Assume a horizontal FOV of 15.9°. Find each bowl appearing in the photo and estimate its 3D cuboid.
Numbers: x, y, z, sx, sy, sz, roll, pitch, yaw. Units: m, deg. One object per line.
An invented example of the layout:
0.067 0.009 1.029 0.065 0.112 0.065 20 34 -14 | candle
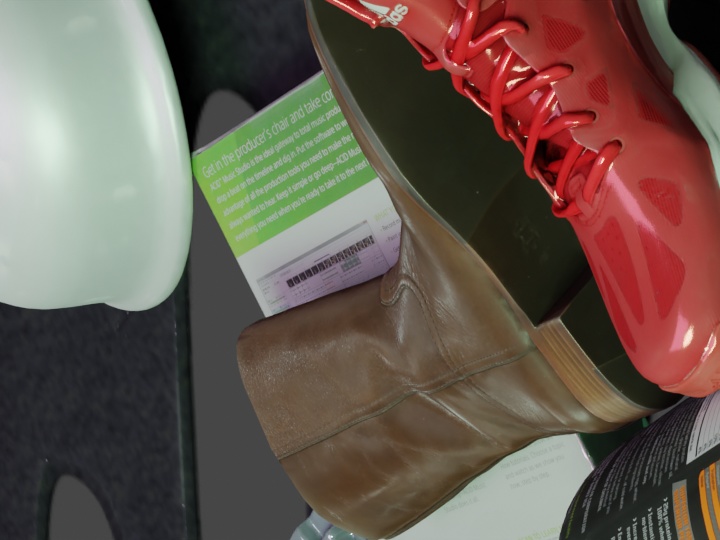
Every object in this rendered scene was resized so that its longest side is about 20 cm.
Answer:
-0.155 -0.065 1.050 0.201 0.090 0.201 41 142 42 | bowl

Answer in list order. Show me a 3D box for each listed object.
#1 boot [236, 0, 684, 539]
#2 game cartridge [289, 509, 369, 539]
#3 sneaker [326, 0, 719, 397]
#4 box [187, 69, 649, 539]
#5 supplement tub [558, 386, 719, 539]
0.000 0.000 0.881 0.187 0.064 0.200 56 147 -4 | boot
0.031 0.197 1.051 0.200 0.041 0.133 49 138 19 | game cartridge
0.042 -0.053 0.765 0.078 0.115 0.200 -54 44 49 | sneaker
0.024 0.019 0.953 0.144 0.036 0.200 -27 91 54 | box
0.154 0.070 0.749 0.123 0.122 0.200 58 143 8 | supplement tub
